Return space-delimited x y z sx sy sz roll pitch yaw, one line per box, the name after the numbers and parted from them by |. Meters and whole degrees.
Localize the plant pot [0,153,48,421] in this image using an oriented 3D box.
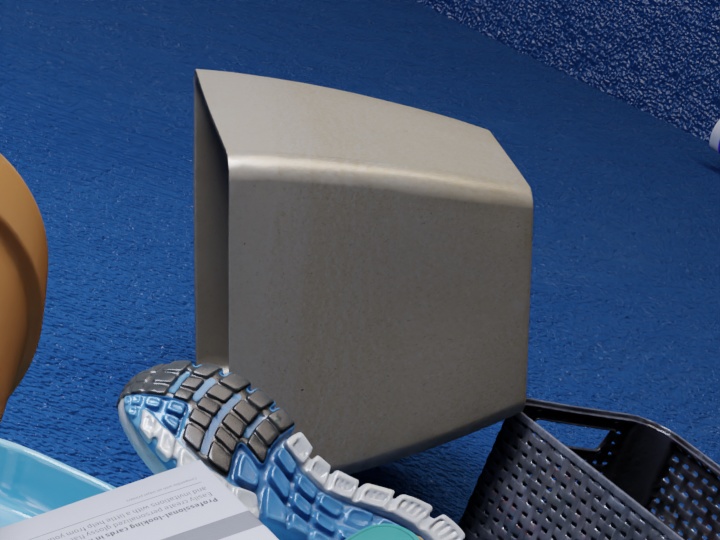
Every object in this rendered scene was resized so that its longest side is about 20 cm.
-0.233 0.039 1.164 0.200 0.200 0.140 17 35 -22 | plant pot

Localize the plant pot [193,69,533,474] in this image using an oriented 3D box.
0.000 0.000 1.539 0.177 0.201 0.200 -3 19 -8 | plant pot

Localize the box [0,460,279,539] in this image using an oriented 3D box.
-0.088 0.163 1.107 0.156 0.041 0.200 -17 34 -25 | box

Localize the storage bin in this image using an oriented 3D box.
0.166 0.163 1.524 0.135 0.094 0.200 11 19 -40 | storage bin

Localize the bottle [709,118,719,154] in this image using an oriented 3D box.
0.500 -0.121 3.115 0.200 0.084 0.065 32 23 29 | bottle

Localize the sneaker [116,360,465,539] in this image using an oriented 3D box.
-0.045 0.126 1.346 0.200 0.087 0.075 36 49 -4 | sneaker

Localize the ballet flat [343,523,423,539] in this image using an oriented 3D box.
-0.044 0.178 1.181 0.200 0.063 0.069 -22 38 -31 | ballet flat

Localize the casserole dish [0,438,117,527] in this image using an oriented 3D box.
-0.131 0.137 1.271 0.200 0.039 0.121 23 14 6 | casserole dish
